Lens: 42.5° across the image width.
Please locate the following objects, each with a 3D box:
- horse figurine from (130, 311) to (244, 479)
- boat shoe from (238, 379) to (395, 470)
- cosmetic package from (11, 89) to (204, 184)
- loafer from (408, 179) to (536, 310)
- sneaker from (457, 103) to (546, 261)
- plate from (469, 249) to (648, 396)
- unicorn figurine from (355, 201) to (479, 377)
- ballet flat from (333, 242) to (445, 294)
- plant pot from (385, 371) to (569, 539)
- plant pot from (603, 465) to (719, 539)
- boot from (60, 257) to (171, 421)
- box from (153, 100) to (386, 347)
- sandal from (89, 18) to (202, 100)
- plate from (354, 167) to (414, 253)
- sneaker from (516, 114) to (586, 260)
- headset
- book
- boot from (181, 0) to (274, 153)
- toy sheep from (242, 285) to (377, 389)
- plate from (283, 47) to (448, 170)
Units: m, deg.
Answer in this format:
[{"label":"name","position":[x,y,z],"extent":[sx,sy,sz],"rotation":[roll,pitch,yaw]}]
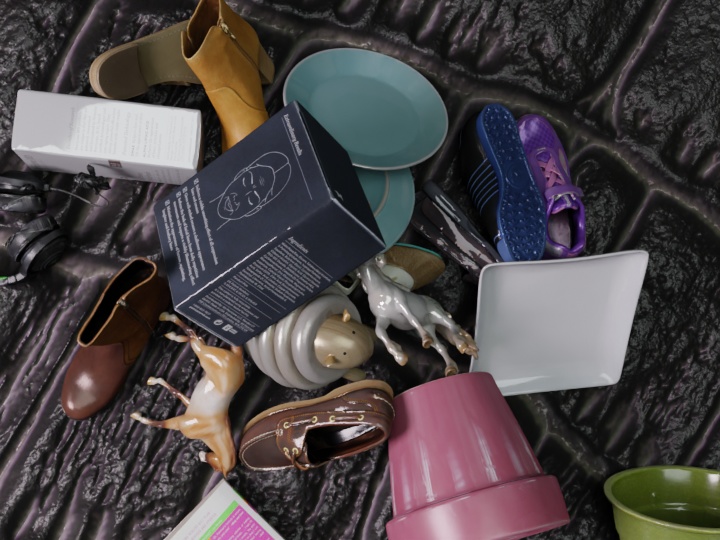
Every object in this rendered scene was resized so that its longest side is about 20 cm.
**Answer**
[{"label":"horse figurine","position":[-0.178,0.125,1.035],"extent":[0.132,0.050,0.202],"rotation":[25,107,14]},{"label":"boat shoe","position":[-0.054,0.182,1.020],"extent":[0.199,0.071,0.071],"rotation":[-26,124,22]},{"label":"cosmetic package","position":[-0.278,-0.146,1.041],"extent":[0.198,0.102,0.075],"rotation":[4,83,-7]},{"label":"loafer","position":[0.130,-0.018,1.112],"extent":[0.063,0.072,0.200],"rotation":[-42,92,10]},{"label":"sneaker","position":[0.164,-0.093,1.103],"extent":[0.070,0.078,0.202],"rotation":[-5,78,-24]},{"label":"plate","position":[0.224,0.060,1.086],"extent":[0.198,0.032,0.201],"rotation":[-5,126,-9]},{"label":"unicorn figurine","position":[0.050,0.040,1.012],"extent":[0.074,0.200,0.138],"rotation":[-35,52,8]},{"label":"ballet flat","position":[0.000,0.000,1.079],"extent":[0.198,0.068,0.073],"rotation":[14,49,-6]},{"label":"plant pot","position":[0.112,0.219,1.030],"extent":[0.198,0.200,0.181],"rotation":[-13,72,-9]},{"label":"plant pot","position":[0.381,0.349,1.064],"extent":[0.198,0.200,0.192],"rotation":[-2,97,-8]},{"label":"boot","position":[-0.264,0.080,0.972],"extent":[0.068,0.200,0.189],"rotation":[41,81,-2]},{"label":"box","position":[-0.098,-0.046,0.954],"extent":[0.199,0.107,0.149],"rotation":[-33,50,16]},{"label":"sandal","position":[-0.227,-0.249,1.071],"extent":[0.211,0.069,0.078],"rotation":[-26,122,-36]},{"label":"plate","position":[-0.035,-0.098,1.071],"extent":[0.198,0.026,0.202],"rotation":[1,65,-2]},{"label":"sneaker","position":[0.231,-0.095,1.117],"extent":[0.080,0.088,0.202],"rotation":[-10,86,-8]},{"label":"headset","position":[-0.372,-0.059,1.023],"extent":[0.198,0.094,0.124],"rotation":[-22,89,2]},{"label":"book","position":[-0.131,0.355,1.049],"extent":[0.134,0.048,0.200],"rotation":[-45,93,-12]},{"label":"boot","position":[-0.153,-0.193,1.029],"extent":[0.070,0.144,0.203],"rotation":[-5,69,24]},{"label":"toy sheep","position":[-0.065,0.068,1.027],"extent":[0.137,0.199,0.139],"rotation":[-9,102,-48]},{"label":"plate","position":[0.006,-0.186,1.088],"extent":[0.198,0.026,0.202],"rotation":[8,51,-10]}]
